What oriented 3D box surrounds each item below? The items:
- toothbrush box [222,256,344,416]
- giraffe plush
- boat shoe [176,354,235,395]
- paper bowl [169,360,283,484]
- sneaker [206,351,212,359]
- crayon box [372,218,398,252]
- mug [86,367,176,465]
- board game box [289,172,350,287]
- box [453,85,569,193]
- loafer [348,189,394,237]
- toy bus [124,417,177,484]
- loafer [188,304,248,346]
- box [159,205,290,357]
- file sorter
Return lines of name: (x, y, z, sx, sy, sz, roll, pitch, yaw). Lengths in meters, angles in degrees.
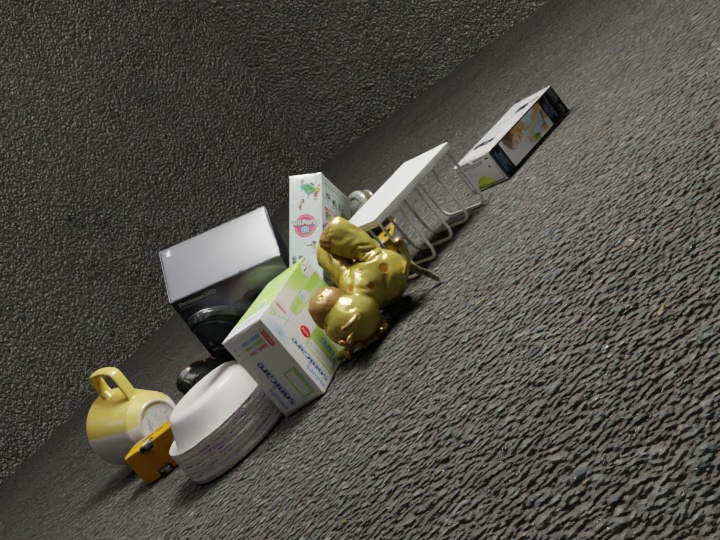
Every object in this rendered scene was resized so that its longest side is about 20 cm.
toothbrush box: (-0.098, 0.096, 1.447, 0.086, 0.146, 0.200, -33, 12, 30)
giraffe plush: (-0.006, 0.043, 1.411, 0.199, 0.173, 0.163, 15, 60, 35)
boat shoe: (-0.233, 0.174, 1.640, 0.201, 0.063, 0.074, -15, -59, -60)
paper bowl: (-0.210, 0.218, 1.467, 0.200, 0.105, 0.201, -38, 11, 9)
sneaker: (-0.232, 0.201, 1.749, 0.071, 0.112, 0.202, 3, 75, 71)
crayon box: (0.000, 0.000, 1.738, 0.200, 0.052, 0.126, -39, 10, 15)
mug: (-0.434, 0.285, 1.823, 0.152, 0.186, 0.151, -15, 53, 48)
board game box: (-0.065, -0.044, 1.621, 0.064, 0.202, 0.147, -6, -16, 18)
box: (0.267, -0.231, 1.703, 0.200, 0.060, 0.116, -46, 12, -27)
loafer: (0.024, -0.097, 1.811, 0.069, 0.075, 0.200, -30, -24, -9)
toy bus: (-0.314, 0.288, 1.655, 0.199, 0.065, 0.078, -38, 9, 20)
loafer: (-0.174, 0.102, 1.482, 0.068, 0.199, 0.071, -37, 53, 34)
box: (-0.205, 0.028, 1.630, 0.198, 0.199, 0.124, -24, 51, 3)
file sorter: (0.086, -0.088, 1.589, 0.200, 0.125, 0.138, -47, 13, -26)
